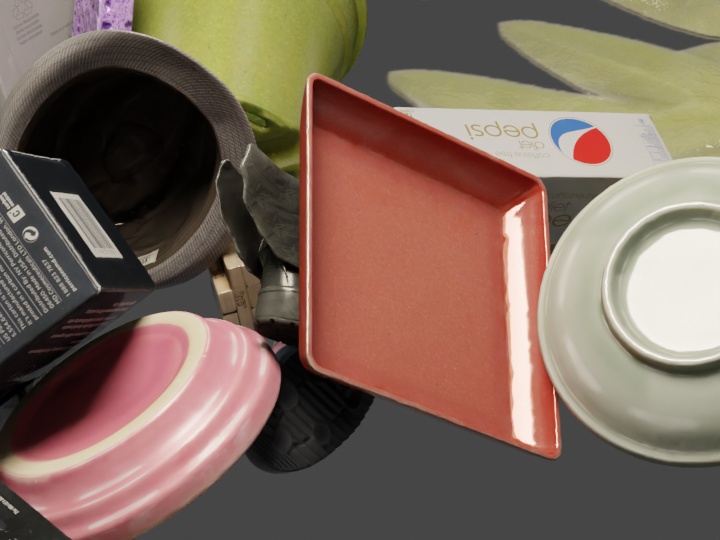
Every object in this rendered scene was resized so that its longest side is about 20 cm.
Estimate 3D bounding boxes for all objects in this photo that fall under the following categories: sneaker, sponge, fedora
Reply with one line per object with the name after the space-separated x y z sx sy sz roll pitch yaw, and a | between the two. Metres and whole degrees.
-0.031 0.062 1.500 0.082 0.070 0.200 -20 23 44 | sneaker
-0.002 0.001 1.450 0.199 0.105 0.060 17 -22 -31 | sneaker
-0.192 -0.138 1.708 0.030 0.201 0.112 5 3 -17 | sponge
-0.153 -0.082 1.593 0.177 0.200 0.090 29 26 -5 | fedora

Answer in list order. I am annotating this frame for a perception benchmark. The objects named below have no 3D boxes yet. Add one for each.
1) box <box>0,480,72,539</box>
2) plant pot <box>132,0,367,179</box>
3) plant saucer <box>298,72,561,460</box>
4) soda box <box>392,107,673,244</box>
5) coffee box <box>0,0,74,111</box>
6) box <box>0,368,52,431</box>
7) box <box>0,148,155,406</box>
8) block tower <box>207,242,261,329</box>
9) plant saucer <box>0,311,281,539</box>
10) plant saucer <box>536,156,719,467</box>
-0.245 0.197 1.308 0.164 0.086 0.200 -28 35 -26 | box
-0.098 -0.134 1.727 0.200 0.201 0.184 -6 42 9 | plant pot
0.034 0.004 1.415 0.037 0.199 0.200 -31 49 41 | plant saucer
0.107 -0.061 1.557 0.199 0.068 0.064 0 48 -26 | soda box
-0.274 -0.206 1.862 0.197 0.200 0.200 17 41 39 | coffee box
-0.305 0.059 1.592 0.199 0.044 0.160 -6 32 8 | box
-0.245 0.028 1.431 0.200 0.107 0.148 -37 -4 6 | box
-0.004 -0.013 1.606 0.199 0.054 0.058 -15 32 -6 | block tower
-0.145 0.091 1.425 0.200 0.051 0.201 -26 26 14 | plant saucer
0.199 0.015 1.402 0.200 0.050 0.201 -6 65 14 | plant saucer
